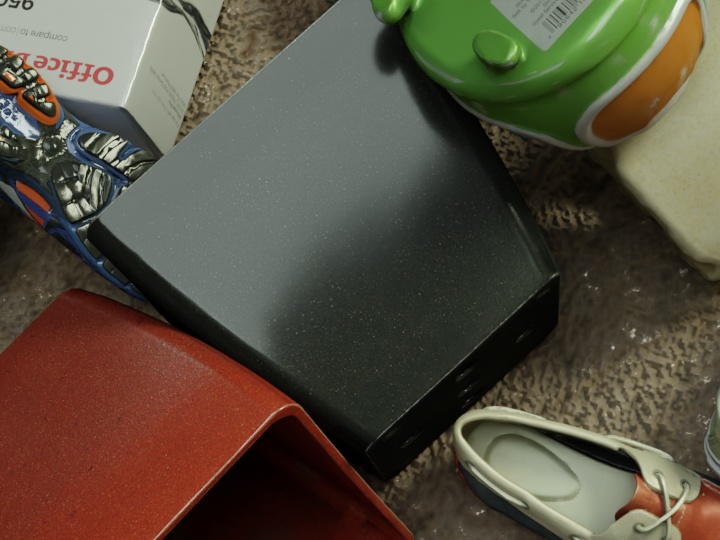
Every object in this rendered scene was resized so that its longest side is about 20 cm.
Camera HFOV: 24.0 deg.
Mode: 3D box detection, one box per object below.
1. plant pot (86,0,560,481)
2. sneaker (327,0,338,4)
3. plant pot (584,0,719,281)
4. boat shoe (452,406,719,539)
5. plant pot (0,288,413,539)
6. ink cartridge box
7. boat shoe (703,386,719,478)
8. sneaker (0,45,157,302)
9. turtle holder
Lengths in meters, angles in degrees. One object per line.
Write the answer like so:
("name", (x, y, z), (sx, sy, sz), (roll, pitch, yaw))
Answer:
("plant pot", (0.000, 0.000, 0.921), (0.200, 0.200, 0.178), (-41, 75, -5))
("sneaker", (0.024, -0.174, 1.051), (0.080, 0.071, 0.201), (-38, 69, 18))
("plant pot", (0.214, -0.101, 0.918), (0.183, 0.200, 0.201), (-43, 65, 7))
("boat shoe", (0.141, 0.123, 0.900), (0.199, 0.063, 0.071), (21, 73, 19))
("plant pot", (-0.124, 0.129, 0.898), (0.200, 0.200, 0.176), (-46, 56, -7))
("ink cartridge box", (-0.169, -0.183, 1.086), (0.144, 0.084, 0.201), (11, 72, 18))
("boat shoe", (0.246, 0.027, 0.902), (0.072, 0.062, 0.200), (23, 65, 21))
("sneaker", (-0.179, -0.057, 1.021), (0.200, 0.078, 0.075), (46, 67, -10))
("turtle holder", (0.085, -0.130, 0.832), (0.185, 0.132, 0.142), (10, 73, 42))
